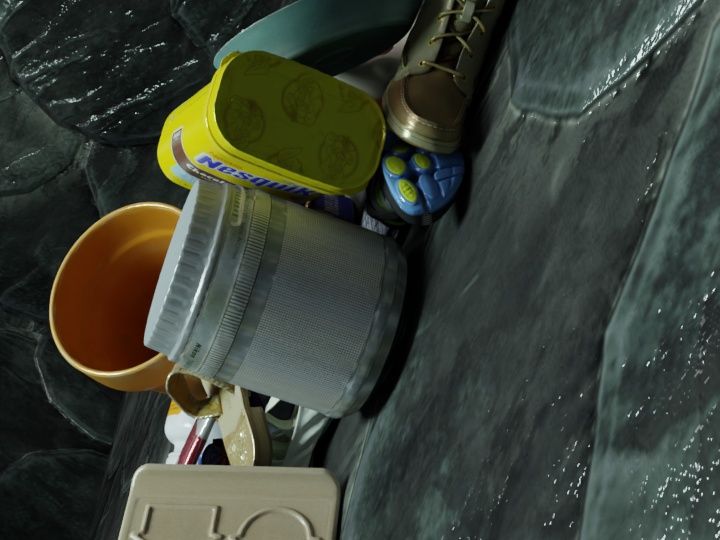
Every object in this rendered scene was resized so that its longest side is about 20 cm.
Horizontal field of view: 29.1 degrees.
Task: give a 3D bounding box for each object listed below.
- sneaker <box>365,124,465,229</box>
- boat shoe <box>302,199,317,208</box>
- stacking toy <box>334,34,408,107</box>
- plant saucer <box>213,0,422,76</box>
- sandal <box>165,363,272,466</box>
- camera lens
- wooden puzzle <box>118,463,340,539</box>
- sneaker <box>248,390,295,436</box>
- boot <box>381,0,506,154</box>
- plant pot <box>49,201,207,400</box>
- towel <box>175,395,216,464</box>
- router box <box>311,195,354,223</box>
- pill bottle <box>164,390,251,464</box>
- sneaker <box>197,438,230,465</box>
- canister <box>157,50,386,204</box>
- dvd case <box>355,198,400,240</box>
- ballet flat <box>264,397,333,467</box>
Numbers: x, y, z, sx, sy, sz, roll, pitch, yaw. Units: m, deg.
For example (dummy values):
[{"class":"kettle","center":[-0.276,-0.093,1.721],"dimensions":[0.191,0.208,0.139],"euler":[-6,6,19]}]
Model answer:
[{"class":"sneaker","center":[0.043,-0.071,1.173],"dimensions":[0.200,0.070,0.084],"euler":[-119,29,-72]},{"class":"boat shoe","center":[-0.075,-0.086,1.371],"dimensions":[0.200,0.072,0.068],"euler":[-40,13,49]},{"class":"stacking toy","center":[0.002,-0.163,1.392],"dimensions":[0.201,0.144,0.147],"euler":[98,180,-48]},{"class":"plant saucer","center":[-0.029,-0.197,1.195],"dimensions":[0.036,0.198,0.200],"euler":[67,162,3]},{"class":"sandal","center":[-0.148,0.110,1.314],"dimensions":[0.078,0.069,0.213],"euler":[-62,38,31]},{"class":"camera lens","center":[-0.066,0.024,1.170],"dimensions":[0.160,0.198,0.162],"euler":[-161,90,-78]},{"class":"wooden puzzle","center":[-0.113,0.256,1.134],"dimensions":[0.047,0.182,0.202],"euler":[83,-170,-48]},{"class":"sneaker","center":[-0.078,0.072,1.338],"dimensions":[0.075,0.086,0.203],"euler":[-107,27,-73]},{"class":"boot","center":[0.082,-0.199,1.140],"dimensions":[0.201,0.072,0.157],"euler":[-74,8,-55]},{"class":"plant pot","center":[-0.213,0.055,1.546],"dimensions":[0.183,0.198,0.203],"euler":[48,-128,-56]},{"class":"towel","center":[-0.148,0.137,1.440],"dimensions":[0.202,0.023,0.144],"euler":[-65,5,-1]},{"class":"router box","center":[-0.059,0.014,1.472],"dimensions":[0.200,0.048,0.182],"euler":[-99,29,-79]},{"class":"pill bottle","center":[-0.169,0.160,1.653],"dimensions":[0.111,0.110,0.203],"euler":[138,148,-67]},{"class":"sneaker","center":[-0.131,0.210,1.482],"dimensions":[0.200,0.077,0.076],"euler":[131,154,-62]},{"class":"canister","center":[-0.083,-0.109,1.184],"dimensions":[0.200,0.147,0.088],"euler":[-13,60,67]},{"class":"dvd case","center":[0.000,0.000,1.345],"dimensions":[0.149,0.016,0.202],"euler":[-97,26,-64]},{"class":"ballet flat","center":[-0.066,0.155,1.302],"dimensions":[0.070,0.069,0.202],"euler":[-98,28,-65]}]
